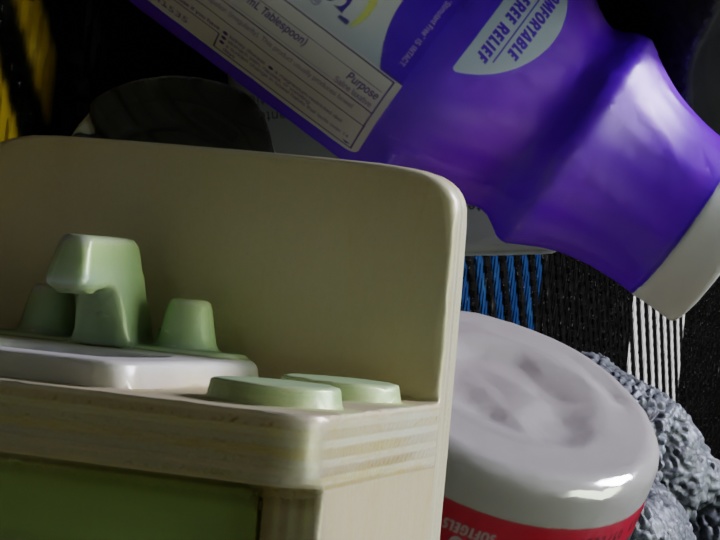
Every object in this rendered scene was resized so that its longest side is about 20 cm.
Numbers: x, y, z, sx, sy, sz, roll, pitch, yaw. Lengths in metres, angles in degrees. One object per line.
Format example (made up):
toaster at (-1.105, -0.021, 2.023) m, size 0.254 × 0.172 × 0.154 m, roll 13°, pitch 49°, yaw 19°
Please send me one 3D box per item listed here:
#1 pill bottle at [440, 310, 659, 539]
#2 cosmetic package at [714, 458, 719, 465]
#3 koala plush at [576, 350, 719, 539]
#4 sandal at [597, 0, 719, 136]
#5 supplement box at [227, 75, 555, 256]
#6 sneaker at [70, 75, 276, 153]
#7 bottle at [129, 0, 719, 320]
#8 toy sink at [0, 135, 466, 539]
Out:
pill bottle at (0.019, 0.124, 0.772) m, size 0.111 × 0.110 × 0.201 m, roll -50°, pitch 161°, yaw -64°
cosmetic package at (0.139, 0.237, 1.274) m, size 0.201 × 0.122 × 0.200 m, roll 73°, pitch 27°, yaw -51°
koala plush at (0.082, 0.140, 0.988) m, size 0.200 × 0.176 × 0.185 m, roll -29°, pitch 112°, yaw -71°
sandal at (0.086, -0.085, 0.617) m, size 0.048 × 0.075 × 0.201 m, roll -41°, pitch 155°, yaw -13°
supplement box at (0.013, -0.109, 0.697) m, size 0.101 × 0.102 × 0.202 m, roll -44°, pitch 130°, yaw -78°
sneaker at (-0.047, 0.039, 0.654) m, size 0.089 × 0.076 × 0.202 m, roll -68°, pitch 163°, yaw -76°
bottle at (0.017, -0.064, 0.598) m, size 0.084 × 0.200 × 0.065 m, roll -52°, pitch 179°, yaw -27°
toy sink at (-0.057, 0.069, 0.508) m, size 0.112 × 0.129 × 0.202 m, roll 7°, pitch 89°, yaw -74°
